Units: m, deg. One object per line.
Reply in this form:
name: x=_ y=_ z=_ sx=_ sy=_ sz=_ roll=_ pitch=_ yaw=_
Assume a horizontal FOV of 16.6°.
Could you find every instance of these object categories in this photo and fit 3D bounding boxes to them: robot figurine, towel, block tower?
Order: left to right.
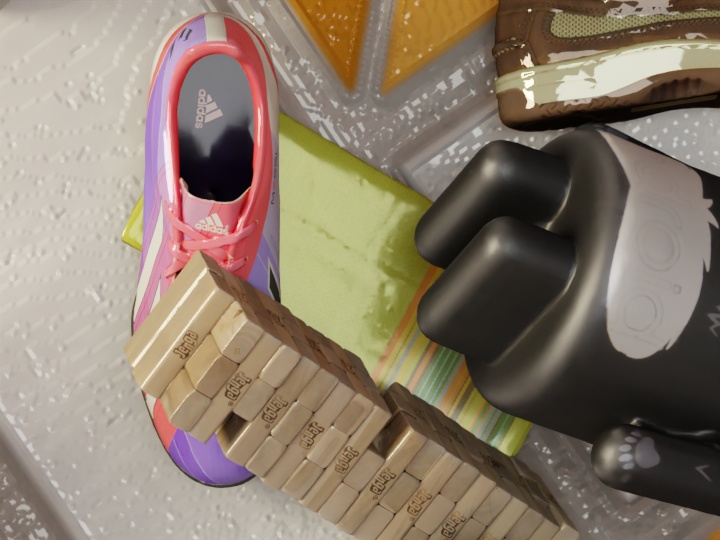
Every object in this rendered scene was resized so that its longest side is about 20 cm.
block tower: x=-0.002 y=0.072 z=1.017 sx=0.199 sy=0.054 sz=0.058 roll=33 pitch=103 yaw=-28
towel: x=0.000 y=0.000 z=1.080 sx=0.199 sy=0.018 sz=0.087 roll=30 pitch=83 yaw=-5
robot figurine: x=0.120 y=0.017 z=1.027 sx=0.199 sy=0.125 sz=0.152 roll=19 pitch=85 yaw=-23

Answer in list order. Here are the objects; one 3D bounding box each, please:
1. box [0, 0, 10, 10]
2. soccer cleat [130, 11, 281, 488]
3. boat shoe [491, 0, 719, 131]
box: x=-0.145 y=-0.236 z=0.971 sx=0.171 sy=0.199 sz=0.200 roll=44 pitch=85 yaw=-4
soccer cleat: x=-0.062 y=-0.005 z=1.024 sx=0.068 sy=0.073 sz=0.202 roll=1 pitch=97 yaw=-3
boat shoe: x=0.156 y=-0.111 z=1.069 sx=0.200 sy=0.075 sz=0.076 roll=-7 pitch=85 yaw=-6
